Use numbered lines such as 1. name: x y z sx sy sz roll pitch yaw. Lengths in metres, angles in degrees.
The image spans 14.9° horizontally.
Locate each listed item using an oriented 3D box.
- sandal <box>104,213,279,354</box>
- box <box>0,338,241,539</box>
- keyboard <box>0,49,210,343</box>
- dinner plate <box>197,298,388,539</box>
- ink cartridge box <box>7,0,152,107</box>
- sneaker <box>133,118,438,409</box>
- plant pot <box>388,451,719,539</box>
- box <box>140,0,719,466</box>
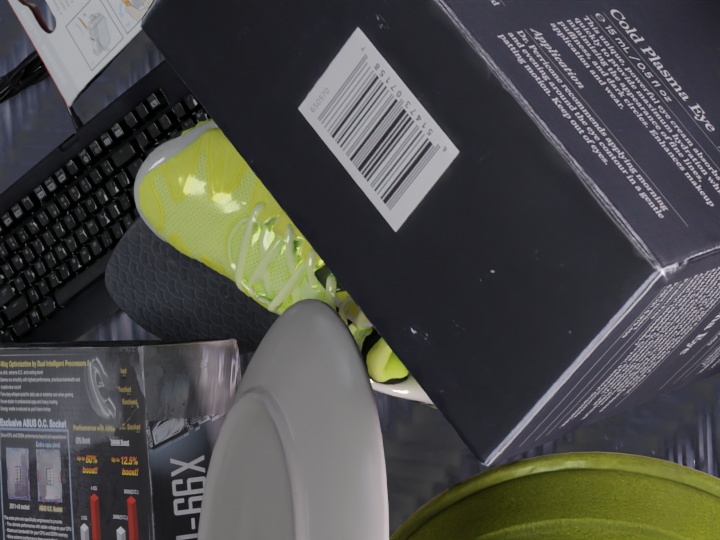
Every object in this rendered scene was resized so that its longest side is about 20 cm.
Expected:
1. sandal: -0.019 -0.029 1.104 0.200 0.043 0.076 -32 103 30
2. box: -0.121 0.109 1.160 0.200 0.050 0.159 -4 90 53
3. keyboard: -0.120 -0.050 1.195 0.200 0.021 0.127 -35 79 38
4. dinner plate: -0.032 0.110 0.985 0.200 0.024 0.201 -176 90 -73
5. ink cartridge box: -0.072 -0.165 1.104 0.200 0.050 0.109 -40 74 37
6. sneaker: 0.000 0.000 1.039 0.199 0.076 0.076 22 124 15
7. plant pot: 0.075 0.195 0.933 0.199 0.193 0.201 4 116 9
8. box: 0.062 -0.057 0.938 0.200 0.182 0.104 52 128 18
